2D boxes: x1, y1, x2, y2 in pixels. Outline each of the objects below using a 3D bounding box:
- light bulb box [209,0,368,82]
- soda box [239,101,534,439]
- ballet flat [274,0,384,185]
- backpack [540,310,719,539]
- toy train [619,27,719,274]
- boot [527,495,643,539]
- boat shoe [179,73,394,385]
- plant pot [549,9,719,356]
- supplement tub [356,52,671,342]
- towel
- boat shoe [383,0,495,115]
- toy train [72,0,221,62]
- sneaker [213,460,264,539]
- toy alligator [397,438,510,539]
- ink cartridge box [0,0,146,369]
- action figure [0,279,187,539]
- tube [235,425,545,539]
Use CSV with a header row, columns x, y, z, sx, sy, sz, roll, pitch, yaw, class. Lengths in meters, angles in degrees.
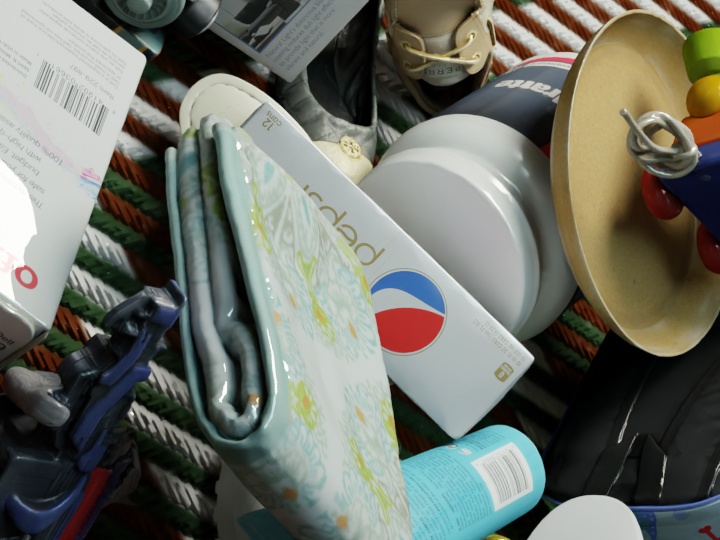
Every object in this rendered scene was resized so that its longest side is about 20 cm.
x,y,z,sx,sy,sz,roll,pitch,yaw,class
-0.072,-0.251,1.475,0.200,0.125,0.199,33,37,-19,light bulb box
0.000,0.000,1.380,0.200,0.064,0.068,43,0,-3,soda box
-0.012,-0.130,1.543,0.066,0.057,0.201,26,49,-34,ballet flat
0.213,0.119,1.522,0.200,0.182,0.147,-50,125,-42,backpack
0.200,-0.090,1.459,0.200,0.084,0.116,39,44,-45,toy train
0.117,0.224,1.378,0.096,0.073,0.200,76,22,-44,boot
-0.036,-0.021,1.444,0.072,0.060,0.200,-38,92,-7,boat shoe
0.161,-0.050,1.483,0.200,0.027,0.201,10,78,-53,plant pot
0.090,-0.039,1.525,0.141,0.140,0.200,57,38,-1,supplement tub
-0.030,0.042,1.228,0.171,0.048,0.201,49,25,-48,towel
0.051,-0.144,1.550,0.200,0.073,0.070,59,26,-74,boat shoe
-0.170,-0.182,1.367,0.200,0.114,0.085,39,40,-24,toy train
-0.020,0.165,1.323,0.076,0.080,0.201,11,56,-40,sneaker
0.054,0.162,1.428,0.200,0.059,0.054,44,81,-16,toy alligator
-0.206,-0.062,1.271,0.145,0.087,0.200,37,41,-23,ink cartridge box
-0.171,0.055,1.182,0.193,0.200,0.105,29,17,-35,action figure
0.023,0.128,1.317,0.077,0.050,0.200,42,32,21,tube
